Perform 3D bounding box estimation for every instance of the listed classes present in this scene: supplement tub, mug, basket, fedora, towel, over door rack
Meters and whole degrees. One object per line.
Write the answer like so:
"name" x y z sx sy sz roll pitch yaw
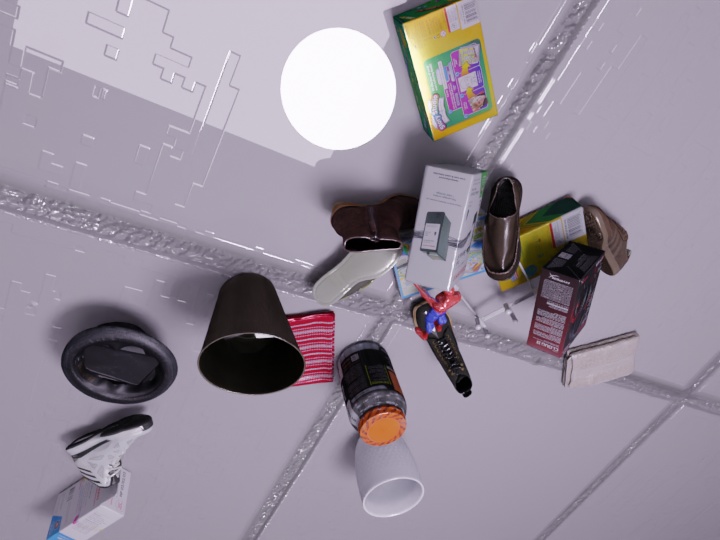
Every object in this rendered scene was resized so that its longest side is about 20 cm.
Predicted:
"supplement tub" 0.024 0.257 1.146 0.122 0.200 0.123 -6 124 -10
"mug" 0.073 0.485 1.326 0.148 0.175 0.200 -38 124 12
"basket" -0.201 0.104 0.985 0.180 0.200 0.136 12 119 -23
"fedora" -0.445 0.158 1.025 0.200 0.092 0.201 -7 125 -10
"towel" -0.125 0.173 1.161 0.144 0.023 0.200 -5 124 -10
"towel" 0.610 0.232 1.383 0.199 0.035 0.133 -15 126 -5
"over door rack" 0.277 0.049 1.098 0.148 0.067 0.200 -30 128 13

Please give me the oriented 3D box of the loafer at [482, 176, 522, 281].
"loafer" 0.256 -0.082 1.005 0.073 0.201 0.071 1 173 24

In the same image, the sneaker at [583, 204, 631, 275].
"sneaker" 0.514 -0.078 1.144 0.076 0.070 0.200 -43 128 -8

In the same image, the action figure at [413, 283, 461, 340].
"action figure" 0.133 0.055 1.044 0.065 0.099 0.200 -30 163 -19

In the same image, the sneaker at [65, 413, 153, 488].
"sneaker" -0.505 0.381 1.146 0.200 0.076 0.116 -22 98 11

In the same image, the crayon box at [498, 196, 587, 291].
"crayon box" 0.358 -0.052 1.116 0.200 0.051 0.127 -25 128 2

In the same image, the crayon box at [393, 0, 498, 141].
"crayon box" 0.139 -0.324 0.874 0.119 0.058 0.200 -22 126 1

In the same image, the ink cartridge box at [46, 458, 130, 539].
"ink cartridge box" -0.584 0.510 1.210 0.200 0.115 0.068 -34 125 9

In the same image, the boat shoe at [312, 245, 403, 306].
"boat shoe" -0.002 -0.003 1.042 0.202 0.060 0.072 -35 85 17

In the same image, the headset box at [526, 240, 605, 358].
"headset box" 0.402 0.064 1.077 0.149 0.075 0.200 -31 133 -44

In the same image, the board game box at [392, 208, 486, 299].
"board game box" 0.160 -0.032 1.089 0.200 0.034 0.135 -18 126 -2

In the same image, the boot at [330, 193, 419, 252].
"boot" 0.050 -0.073 0.950 0.199 0.166 0.073 -1 119 -13

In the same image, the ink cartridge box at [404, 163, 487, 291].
"ink cartridge box" 0.151 -0.080 0.951 0.084 0.146 0.201 15 107 19

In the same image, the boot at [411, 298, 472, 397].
"boot" 0.184 0.163 1.163 0.077 0.138 0.200 -31 124 7
